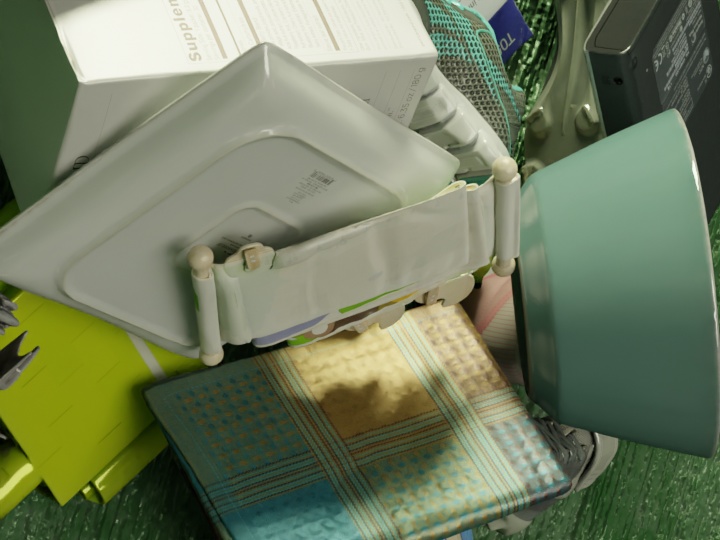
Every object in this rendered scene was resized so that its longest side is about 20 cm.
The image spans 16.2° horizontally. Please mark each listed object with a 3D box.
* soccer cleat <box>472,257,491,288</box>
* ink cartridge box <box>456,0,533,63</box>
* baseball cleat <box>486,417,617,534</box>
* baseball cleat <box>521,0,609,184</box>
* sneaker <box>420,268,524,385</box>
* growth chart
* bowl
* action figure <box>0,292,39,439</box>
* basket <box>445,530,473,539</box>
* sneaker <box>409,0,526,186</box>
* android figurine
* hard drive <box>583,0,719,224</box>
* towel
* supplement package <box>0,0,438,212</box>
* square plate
[{"bbox_3d":[0.028,-0.027,1.496,0.200,0.064,0.084,-8,101,-62],"label":"soccer cleat"},{"bbox_3d":[0.017,-0.148,1.499,0.200,0.040,0.200,-49,128,-21],"label":"ink cartridge box"},{"bbox_3d":[0.109,0.105,1.562,0.106,0.200,0.070,-32,78,-10],"label":"baseball cleat"},{"bbox_3d":[0.159,-0.127,1.615,0.106,0.070,0.201,-6,109,-47],"label":"baseball cleat"},{"bbox_3d":[0.137,0.016,1.609,0.200,0.104,0.076,-30,118,-34],"label":"sneaker"},{"bbox_3d":[0.000,0.000,1.343,0.199,0.018,0.145,-18,155,-15],"label":"growth chart"},{"bbox_3d":[0.142,0.013,1.459,0.104,0.201,0.202,-7,110,0],"label":"bowl"},{"bbox_3d":[-0.247,0.028,1.276,0.130,0.069,0.200,-38,113,-5],"label":"action figure"},{"bbox_3d":[-0.002,0.138,1.505,0.200,0.138,0.177,-70,146,-53],"label":"basket"},{"bbox_3d":[0.033,-0.130,1.455,0.200,0.077,0.091,57,41,-32],"label":"sneaker"},{"bbox_3d":[-0.157,0.042,1.394,0.200,0.041,0.182,-46,126,-21],"label":"android figurine"},{"bbox_3d":[0.196,-0.105,1.604,0.140,0.033,0.201,-58,145,-36],"label":"hard drive"},{"bbox_3d":[-0.003,0.096,1.396,0.199,0.147,0.022,-16,146,-23],"label":"towel"},{"bbox_3d":[-0.084,-0.105,1.314,0.199,0.120,0.122,-7,143,-27],"label":"supplement package"},{"bbox_3d":[-0.069,-0.024,1.301,0.198,0.029,0.200,-34,150,19],"label":"square plate"}]
